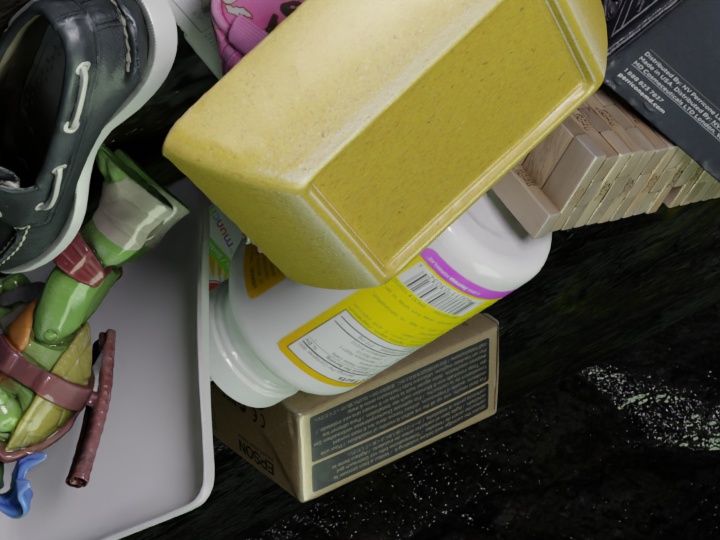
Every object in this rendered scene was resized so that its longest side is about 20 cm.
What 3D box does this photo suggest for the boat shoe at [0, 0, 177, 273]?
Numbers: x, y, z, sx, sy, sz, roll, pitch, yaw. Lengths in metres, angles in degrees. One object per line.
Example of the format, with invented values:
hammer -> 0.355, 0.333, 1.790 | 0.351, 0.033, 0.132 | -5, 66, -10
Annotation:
boat shoe -> -0.151, -0.062, 1.111 | 0.060, 0.076, 0.200 | -21, 155, -41

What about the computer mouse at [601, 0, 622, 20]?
computer mouse -> 0.109, -0.190, 1.171 | 0.139, 0.053, 0.200 | -59, 166, -7

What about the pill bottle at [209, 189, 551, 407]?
pill bottle -> 0.000, 0.000, 1.329 | 0.200, 0.105, 0.104 | -32, 170, 37

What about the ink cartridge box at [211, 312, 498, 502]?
ink cartridge box -> -0.032, 0.051, 1.624 | 0.164, 0.200, 0.076 | -21, 125, -30

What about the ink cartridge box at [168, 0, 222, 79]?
ink cartridge box -> -0.010, -0.151, 1.175 | 0.162, 0.057, 0.200 | -30, 149, 7

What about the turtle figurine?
turtle figurine -> -0.194, 0.008, 1.310 | 0.194, 0.200, 0.144 | -50, 144, 3

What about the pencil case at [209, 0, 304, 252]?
pencil case -> -0.022, -0.076, 1.160 | 0.082, 0.087, 0.200 | 7, 152, 5

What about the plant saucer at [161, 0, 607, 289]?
plant saucer -> 0.029, -0.075, 1.082 | 0.200, 0.048, 0.200 | -43, 156, 0

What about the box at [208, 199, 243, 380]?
box -> -0.022, -0.033, 1.467 | 0.200, 0.113, 0.101 | -35, 168, 35

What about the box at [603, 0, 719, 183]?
box -> 0.242, -0.173, 1.259 | 0.198, 0.123, 0.201 | -40, -163, 44

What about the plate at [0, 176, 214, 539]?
plate -> -0.147, 0.071, 1.366 | 0.199, 0.201, 0.032 | -27, 143, 33

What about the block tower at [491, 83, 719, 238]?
block tower -> 0.152, -0.068, 1.307 | 0.199, 0.054, 0.058 | -14, 145, -44
